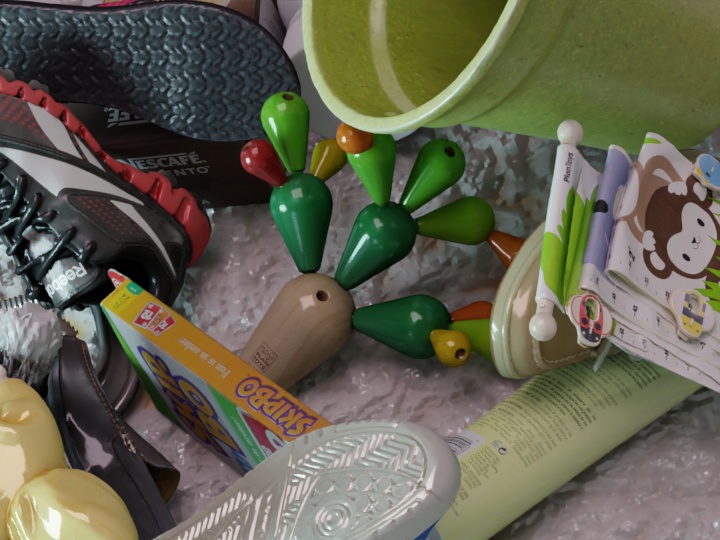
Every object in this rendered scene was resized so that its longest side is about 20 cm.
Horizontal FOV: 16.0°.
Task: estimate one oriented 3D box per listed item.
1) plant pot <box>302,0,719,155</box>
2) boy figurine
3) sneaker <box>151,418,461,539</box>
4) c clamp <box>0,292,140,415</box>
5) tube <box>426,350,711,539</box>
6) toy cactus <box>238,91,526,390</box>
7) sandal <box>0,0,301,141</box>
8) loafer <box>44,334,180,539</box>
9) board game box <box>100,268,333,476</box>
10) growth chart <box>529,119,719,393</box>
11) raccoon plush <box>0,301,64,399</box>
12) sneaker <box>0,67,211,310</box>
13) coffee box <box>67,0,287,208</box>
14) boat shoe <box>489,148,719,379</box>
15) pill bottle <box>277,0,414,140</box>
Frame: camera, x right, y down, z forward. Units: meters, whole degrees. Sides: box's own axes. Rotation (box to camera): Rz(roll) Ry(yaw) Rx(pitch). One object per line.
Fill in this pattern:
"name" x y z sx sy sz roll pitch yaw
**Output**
"plant pot" 0.101 -0.142 1.311 0.200 0.184 0.201 -28 54 47
"boy figurine" -0.186 0.100 1.215 0.199 0.065 0.125 15 58 20
"sneaker" -0.023 0.148 1.224 0.200 0.111 0.077 -32 48 13
"c clamp" -0.219 0.046 1.449 0.199 0.027 0.171 -13 49 9
"tube" 0.105 0.076 1.294 0.200 0.052 0.058 -35 86 -20
"toy cactus" 0.000 0.000 1.354 0.200 0.102 0.165 42 100 3
"sandal" -0.127 -0.119 1.415 0.199 0.075 0.045 9 15 10
"loafer" -0.130 0.115 1.338 0.072 0.073 0.200 -4 51 -17
"board game box" -0.062 0.075 1.319 0.030 0.096 0.200 -40 49 -16
"growth chart" 0.169 -0.001 1.267 0.018 0.199 0.145 -38 39 50
"raccoon plush" -0.189 0.132 1.271 0.096 0.200 0.134 -4 40 -29
"sneaker" -0.170 -0.036 1.393 0.071 0.200 0.098 -33 35 38
"coffee box" -0.101 -0.139 1.506 0.113 0.080 0.201 -5 60 15
"boat shoe" 0.141 -0.004 1.296 0.063 0.074 0.200 18 41 38
"pill bottle" 0.011 -0.177 1.495 0.114 0.115 0.201 -3 50 18
